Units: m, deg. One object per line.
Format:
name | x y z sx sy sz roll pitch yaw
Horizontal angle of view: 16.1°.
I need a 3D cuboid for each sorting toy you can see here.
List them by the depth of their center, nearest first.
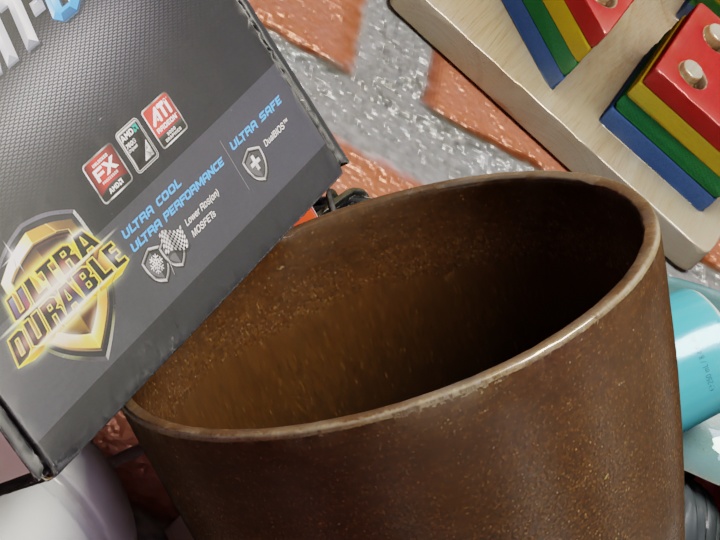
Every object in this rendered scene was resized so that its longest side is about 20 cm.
sorting toy | 0.144 -0.134 1.284 0.199 0.070 0.200 42 43 -3

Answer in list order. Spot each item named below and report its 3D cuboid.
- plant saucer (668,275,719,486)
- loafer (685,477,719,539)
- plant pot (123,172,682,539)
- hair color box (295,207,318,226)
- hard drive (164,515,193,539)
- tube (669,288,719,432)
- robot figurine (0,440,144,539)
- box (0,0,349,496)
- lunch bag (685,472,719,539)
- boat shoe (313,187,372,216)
plant saucer | 0.163 0.047 1.118 0.200 0.027 0.200 20 19 -7
loafer | 0.087 0.157 0.998 0.072 0.073 0.200 36 47 -30
plant pot | 0.037 0.096 0.877 0.187 0.187 0.200 -43 121 -48
hair color box | -0.125 0.006 0.937 0.200 0.111 0.064 -19 72 -44
hard drive | 0.025 0.100 1.043 0.132 0.026 0.200 47 42 2
tube | 0.052 0.068 0.984 0.200 0.050 0.077 -24 91 -17
robot figurine | -0.146 0.114 0.835 0.170 0.113 0.200 17 41 16
box | -0.114 -0.061 0.818 0.199 0.050 0.200 59 42 -15
lunch bag | 0.214 0.162 1.100 0.200 0.082 0.176 32 43 -13
boat shoe | 0.000 0.000 1.044 0.200 0.066 0.070 33 41 10
